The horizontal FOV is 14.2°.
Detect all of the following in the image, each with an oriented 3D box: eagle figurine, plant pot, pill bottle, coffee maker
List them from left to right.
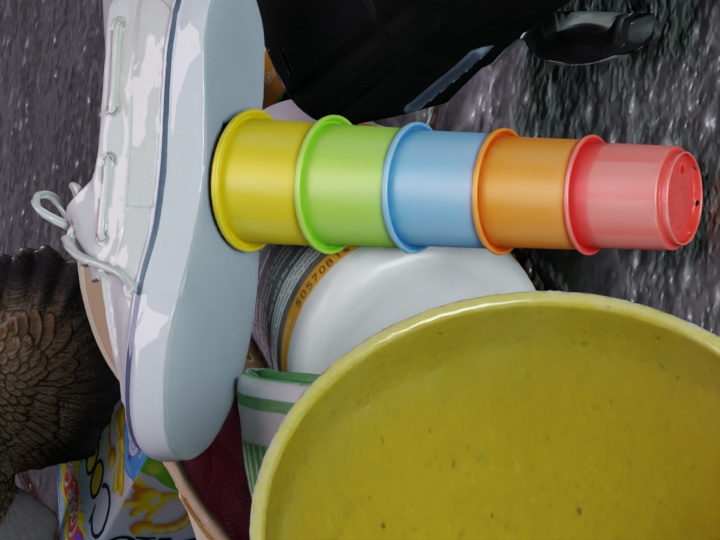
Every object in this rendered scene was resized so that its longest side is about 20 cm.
[{"bbox_3d":[-0.205,0.072,1.458,0.200,0.150,0.153,146,141,-72],"label":"eagle figurine"},{"bbox_3d":[0.000,0.000,1.295,0.200,0.116,0.117,-124,47,-60],"label":"pill bottle"},{"bbox_3d":[0.022,-0.149,1.195,0.200,0.191,0.136,147,129,-63],"label":"coffee maker"},{"bbox_3d":[0.066,0.128,1.021,0.142,0.199,0.201,85,176,-50],"label":"plant pot"}]

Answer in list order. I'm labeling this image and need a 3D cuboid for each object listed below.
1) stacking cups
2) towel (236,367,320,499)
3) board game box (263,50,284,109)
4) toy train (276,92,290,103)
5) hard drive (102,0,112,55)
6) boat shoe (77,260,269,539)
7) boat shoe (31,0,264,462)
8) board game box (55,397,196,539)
[{"bbox_3d":[0.039,-0.028,1.156,0.199,0.060,0.061,6,87,28],"label":"stacking cups"},{"bbox_3d":[0.013,0.138,1.180,0.152,0.023,0.201,3,112,53],"label":"towel"},{"bbox_3d":[-0.043,-0.124,1.483,0.200,0.030,0.096,-46,24,45],"label":"board game box"},{"bbox_3d":[-0.058,-0.080,1.588,0.200,0.042,0.057,139,145,-59],"label":"toy train"},{"bbox_3d":[-0.105,-0.161,1.507,0.132,0.026,0.201,148,120,-63],"label":"hard drive"},{"bbox_3d":[-0.069,0.056,1.331,0.201,0.073,0.069,65,167,-5],"label":"boat shoe"},{"bbox_3d":[-0.095,-0.023,1.211,0.086,0.075,0.203,2,88,28],"label":"boat shoe"},{"bbox_3d":[-0.077,0.081,1.481,0.200,0.102,0.105,119,152,-41],"label":"board game box"}]
